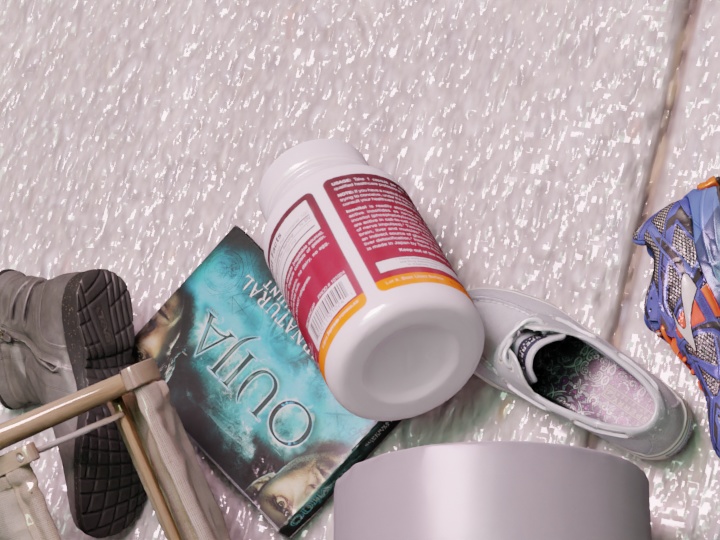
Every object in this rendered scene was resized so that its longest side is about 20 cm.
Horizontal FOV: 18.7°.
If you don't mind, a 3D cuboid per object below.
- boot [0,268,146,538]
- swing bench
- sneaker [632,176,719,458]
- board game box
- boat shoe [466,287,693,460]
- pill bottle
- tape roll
[{"bbox_3d":[-0.220,0.095,1.612,0.130,0.068,0.201,-6,87,46],"label":"boot"},{"bbox_3d":[-0.183,0.186,1.480,0.200,0.130,0.199,-23,89,6],"label":"swing bench"},{"bbox_3d":[0.228,0.039,1.437,0.078,0.075,0.200,-21,56,25],"label":"sneaker"},{"bbox_3d":[-0.070,0.078,1.569,0.135,0.028,0.200,-48,60,1],"label":"board game box"},{"bbox_3d":[0.131,0.059,1.462,0.201,0.072,0.070,29,85,31],"label":"boat shoe"},{"bbox_3d":[0.000,0.000,1.505,0.113,0.113,0.200,-36,44,8],"label":"pill bottle"},{"bbox_3d":[0.083,0.165,1.371,0.200,0.200,0.066,-8,67,21],"label":"tape roll"}]
